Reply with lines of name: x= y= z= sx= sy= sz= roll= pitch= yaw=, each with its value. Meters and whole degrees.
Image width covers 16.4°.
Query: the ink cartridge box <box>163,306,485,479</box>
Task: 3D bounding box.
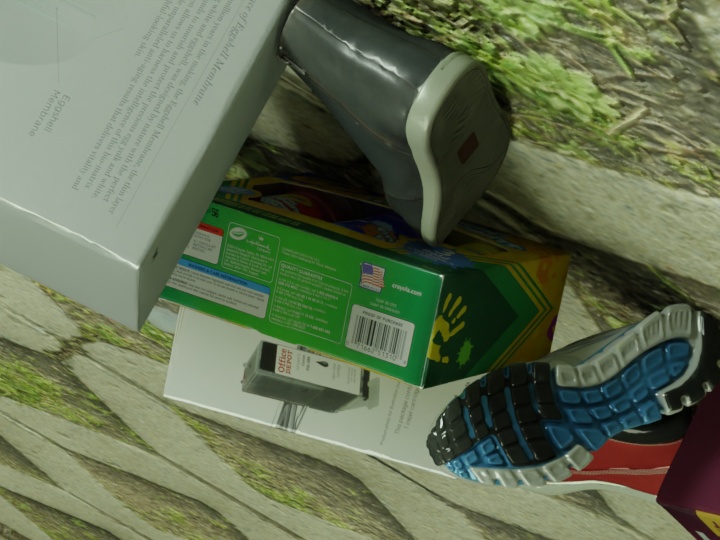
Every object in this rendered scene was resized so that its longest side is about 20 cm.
ink cartridge box: x=-0.017 y=0.054 z=1.637 sx=0.200 sy=0.083 sz=0.147 roll=16 pitch=-166 yaw=3

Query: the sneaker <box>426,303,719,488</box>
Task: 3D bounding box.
sneaker: x=0.121 y=0.081 z=1.514 sx=0.087 sy=0.200 sz=0.075 roll=-15 pitch=93 yaw=65

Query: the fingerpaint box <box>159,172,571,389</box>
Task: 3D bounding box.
fingerpaint box: x=0.000 y=0.000 z=1.515 sx=0.200 sy=0.073 sz=0.167 roll=18 pitch=-166 yaw=29

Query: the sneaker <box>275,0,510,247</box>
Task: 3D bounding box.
sneaker: x=0.019 y=-0.090 z=1.387 sx=0.106 sy=0.075 sz=0.200 roll=35 pitch=164 yaw=17

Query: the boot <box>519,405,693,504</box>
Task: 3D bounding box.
boot: x=0.143 y=0.098 z=1.707 sx=0.200 sy=0.073 sz=0.144 roll=7 pitch=154 yaw=30

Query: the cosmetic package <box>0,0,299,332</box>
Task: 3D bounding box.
cosmetic package: x=-0.160 y=-0.108 z=1.360 sx=0.200 sy=0.200 sz=0.123 roll=26 pitch=162 yaw=5

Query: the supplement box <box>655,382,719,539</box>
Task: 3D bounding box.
supplement box: x=0.303 y=0.162 z=1.588 sx=0.131 sy=0.103 sz=0.200 roll=10 pitch=154 yaw=47
